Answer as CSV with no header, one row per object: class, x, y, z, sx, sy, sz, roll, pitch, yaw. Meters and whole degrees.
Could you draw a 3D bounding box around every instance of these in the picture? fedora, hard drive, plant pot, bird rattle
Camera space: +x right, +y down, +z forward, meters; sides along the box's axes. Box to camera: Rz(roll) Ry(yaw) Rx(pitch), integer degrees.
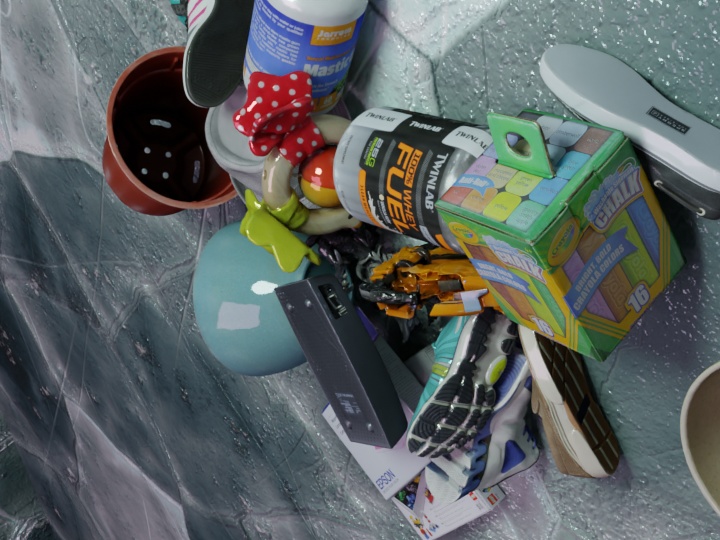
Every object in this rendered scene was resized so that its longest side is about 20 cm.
fedora,-0.106,-0.150,1.124,0.177,0.090,0.200,-47,56,24
hard drive,-0.021,0.097,1.105,0.201,0.042,0.135,64,158,-5
plant pot,-0.244,-0.159,1.297,0.201,0.200,0.195,60,156,-5
bird rattle,-0.058,-0.106,1.042,0.113,0.162,0.201,28,117,55
plant pot,-0.088,0.030,1.241,0.134,0.200,0.201,-6,113,43

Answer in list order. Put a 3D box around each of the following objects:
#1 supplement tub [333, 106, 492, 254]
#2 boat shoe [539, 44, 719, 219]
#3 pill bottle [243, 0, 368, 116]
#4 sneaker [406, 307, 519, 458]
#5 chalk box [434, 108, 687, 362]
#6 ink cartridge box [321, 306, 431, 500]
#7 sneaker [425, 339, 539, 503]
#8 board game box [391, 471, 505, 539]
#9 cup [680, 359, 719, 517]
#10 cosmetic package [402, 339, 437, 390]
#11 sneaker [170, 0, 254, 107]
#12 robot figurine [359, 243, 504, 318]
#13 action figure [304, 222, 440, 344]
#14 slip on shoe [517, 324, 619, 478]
supplement tub,0.079,-0.087,0.975,0.199,0.122,0.123,20,132,44
boat shoe,0.223,-0.112,0.814,0.200,0.069,0.057,40,144,22
pill bottle,-0.052,-0.260,1.014,0.112,0.112,0.200,46,146,18
sneaker,0.106,0.108,1.070,0.201,0.077,0.080,-63,26,7
chalk box,0.158,-0.045,0.829,0.124,0.124,0.200,28,161,53
ink cartridge box,0.016,0.172,1.257,0.200,0.043,0.197,50,147,12
sneaker,0.155,0.167,1.129,0.080,0.115,0.200,38,113,43
board game box,0.099,0.285,1.339,0.126,0.035,0.200,52,147,8
cup,0.364,0.114,0.743,0.200,0.143,0.201,34,141,33
cosmetic package,0.071,0.152,1.250,0.083,0.051,0.200,57,148,5
sneaker,-0.173,-0.275,1.135,0.121,0.083,0.201,-2,74,62
robot figurine,0.095,0.008,1.020,0.199,0.145,0.059,-4,112,45
action figure,0.000,0.000,1.163,0.200,0.119,0.102,43,140,12
slip on shoe,0.201,0.128,1.036,0.060,0.076,0.201,-16,112,40
